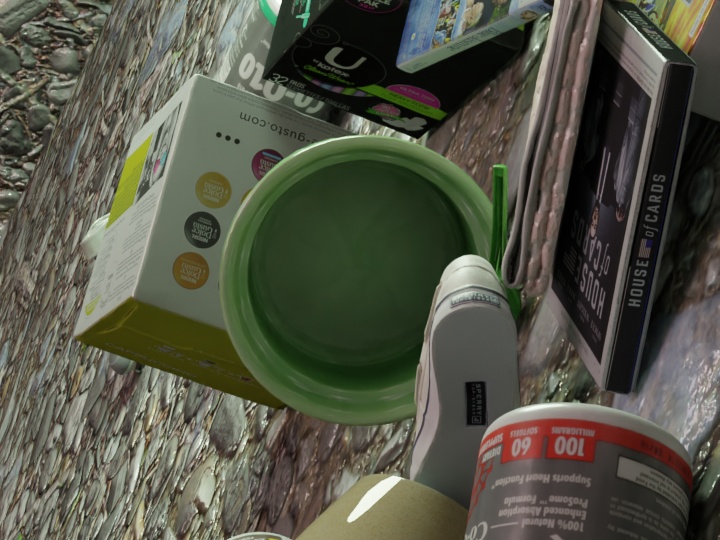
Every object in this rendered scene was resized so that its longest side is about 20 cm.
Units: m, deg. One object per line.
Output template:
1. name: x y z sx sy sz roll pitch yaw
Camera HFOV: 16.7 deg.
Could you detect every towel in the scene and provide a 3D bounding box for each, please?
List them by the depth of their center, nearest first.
1. towel: 0.122 -0.099 1.541 0.191 0.032 0.200 -66 -13 -75

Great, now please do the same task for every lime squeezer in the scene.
1. lime squeezer: 0.077 0.033 1.625 0.038 0.071 0.200 3 71 42

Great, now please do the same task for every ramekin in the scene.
1. ramekin: 0.000 0.000 1.700 0.098 0.200 0.200 -118 50 -79

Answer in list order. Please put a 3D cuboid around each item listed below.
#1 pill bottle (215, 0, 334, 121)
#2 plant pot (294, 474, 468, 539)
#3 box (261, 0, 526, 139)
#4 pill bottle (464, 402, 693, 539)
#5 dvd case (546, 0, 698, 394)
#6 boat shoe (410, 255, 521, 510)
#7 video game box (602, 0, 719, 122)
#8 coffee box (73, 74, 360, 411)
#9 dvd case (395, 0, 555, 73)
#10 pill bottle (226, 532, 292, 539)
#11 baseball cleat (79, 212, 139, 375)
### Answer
1. pill bottle: -0.076 -0.175 2.307 0.113 0.113 0.200 -92 26 -53
2. plant pot: -0.001 0.232 1.493 0.200 0.187 0.187 -62 11 -24
3. box: 0.033 -0.212 1.918 0.200 0.148 0.125 142 145 -61
4. pill bottle: 0.105 0.179 1.265 0.116 0.116 0.200 136 150 -57
5. dvd case: 0.153 -0.047 1.457 0.150 0.025 0.200 -113 32 -69
6. boat shoe: 0.065 0.078 1.526 0.070 0.071 0.200 -91 -1 -52
7. video game box: 0.221 -0.212 1.480 0.182 0.047 0.200 -107 39 -68
8. coffee box: -0.099 -0.016 2.031 0.200 0.199 0.198 151 136 -66
9. dvd case: 0.095 -0.226 1.721 0.200 0.018 0.143 -18 54 59
10. pill bottle: -0.060 0.266 1.726 0.200 0.109 0.109 -130 61 -72
11. baseball cleat: -0.274 0.014 2.755 0.070 0.106 0.200 -27 47 61
